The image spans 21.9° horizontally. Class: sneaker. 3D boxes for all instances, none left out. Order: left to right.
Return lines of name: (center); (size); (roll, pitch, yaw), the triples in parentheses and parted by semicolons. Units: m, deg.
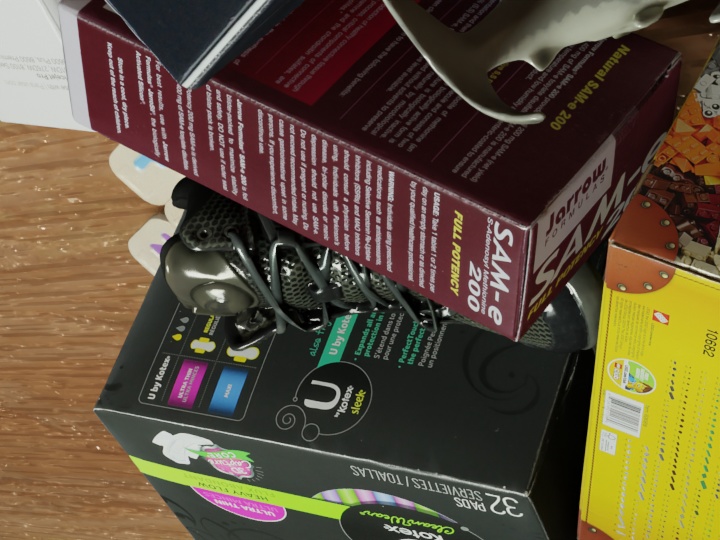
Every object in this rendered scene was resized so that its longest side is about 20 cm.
sneaker: (0.000, 0.000, 0.726); (0.199, 0.114, 0.076); (31, 153, 35)

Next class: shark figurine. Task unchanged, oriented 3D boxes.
shark figurine: (0.091, -0.120, 0.619); (0.128, 0.214, 0.090); (-159, 46, -75)

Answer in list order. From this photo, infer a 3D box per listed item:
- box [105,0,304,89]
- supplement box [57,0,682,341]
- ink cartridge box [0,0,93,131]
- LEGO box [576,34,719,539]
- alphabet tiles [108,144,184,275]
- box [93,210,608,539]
box: (0.010, -0.185, 0.542); (0.124, 0.197, 0.200); (50, 147, -3)
supplement box: (0.002, -0.066, 0.677); (0.200, 0.109, 0.061); (27, 142, 23)
ink cartridge box: (-0.123, -0.176, 0.744); (0.084, 0.145, 0.200); (9, 138, 40)
LEGO box: (0.151, 0.013, 0.717); (0.077, 0.149, 0.200); (21, 146, 18)
alphabet tiles: (-0.039, -0.015, 0.985); (0.200, 0.015, 0.196); (42, 142, -8)
box: (0.013, 0.061, 0.826); (0.200, 0.125, 0.149); (8, 150, 24)
